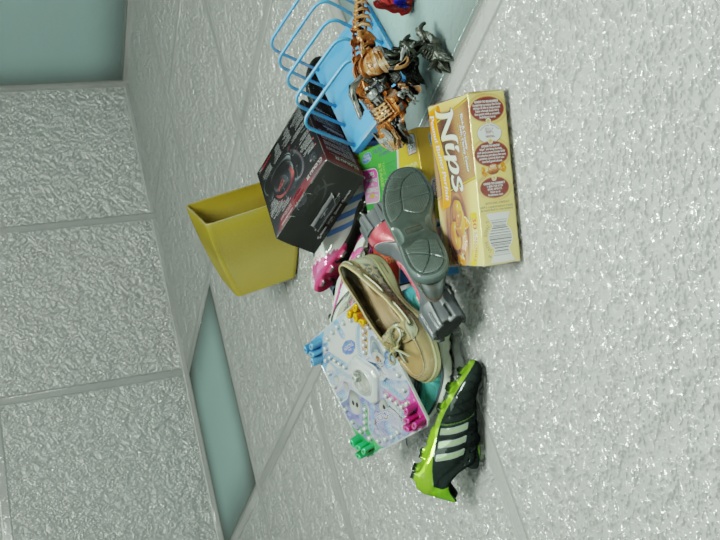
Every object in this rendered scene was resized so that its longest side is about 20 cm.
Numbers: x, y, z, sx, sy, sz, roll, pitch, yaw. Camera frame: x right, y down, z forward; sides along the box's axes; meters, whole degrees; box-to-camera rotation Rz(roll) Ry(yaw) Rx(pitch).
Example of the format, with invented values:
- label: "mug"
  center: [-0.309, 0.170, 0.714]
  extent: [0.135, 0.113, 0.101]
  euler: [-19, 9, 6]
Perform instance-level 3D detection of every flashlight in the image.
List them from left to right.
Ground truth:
- label: "flashlight"
  center: [0.067, 0.001, 1.225]
  extent: [0.202, 0.067, 0.068]
  euler: [61, -167, 26]

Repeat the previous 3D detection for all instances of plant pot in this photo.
- label: "plant pot"
  center: [-0.235, -0.063, 1.945]
  extent: [0.200, 0.197, 0.180]
  euler: [-147, 42, -63]

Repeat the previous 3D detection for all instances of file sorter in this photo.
- label: "file sorter"
  center: [-0.036, -0.305, 1.366]
  extent: [0.139, 0.121, 0.202]
  euler: [-48, 47, 28]

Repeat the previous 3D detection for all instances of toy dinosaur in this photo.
- label: "toy dinosaur"
  center: [0.037, -0.264, 1.207]
  extent: [0.102, 0.134, 0.204]
  euler: [26, 130, 54]

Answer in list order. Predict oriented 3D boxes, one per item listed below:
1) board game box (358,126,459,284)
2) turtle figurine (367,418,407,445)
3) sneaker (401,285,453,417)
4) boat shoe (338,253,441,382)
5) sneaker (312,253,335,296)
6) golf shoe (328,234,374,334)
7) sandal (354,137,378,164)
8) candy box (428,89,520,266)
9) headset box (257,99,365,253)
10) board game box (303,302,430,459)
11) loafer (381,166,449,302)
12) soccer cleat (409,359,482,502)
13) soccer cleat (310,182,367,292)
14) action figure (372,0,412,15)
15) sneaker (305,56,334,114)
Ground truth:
- label: "board game box"
  center: [0.066, -0.084, 1.306]
  extent: [0.152, 0.040, 0.205]
  euler: [-14, 83, 58]
- label: "turtle figurine"
  center: [0.039, 0.159, 1.423]
  extent: [0.151, 0.099, 0.203]
  euler: [114, 149, -53]
- label: "sneaker"
  center: [0.083, 0.111, 1.307]
  extent: [0.077, 0.078, 0.204]
  euler: [-144, 50, -62]
- label: "boat shoe"
  center: [0.037, 0.067, 1.238]
  extent: [0.201, 0.062, 0.074]
  euler: [56, 134, 26]
- label: "sneaker"
  center: [-0.005, -0.034, 1.505]
  extent: [0.148, 0.076, 0.203]
  euler: [64, 145, 21]
- label: "golf shoe"
  center: [0.000, 0.000, 1.411]
  extent: [0.091, 0.072, 0.204]
  euler: [18, 87, 52]
- label: "sandal"
  center: [-0.013, -0.201, 1.477]
  extent: [0.199, 0.078, 0.089]
  euler: [-2, 89, 61]
- label: "candy box"
  center: [0.137, -0.109, 1.127]
  extent: [0.115, 0.054, 0.205]
  euler: [-176, 80, -70]
- label: "headset box"
  center: [-0.077, -0.137, 1.392]
  extent: [0.150, 0.074, 0.201]
  euler: [-55, 33, 24]
- label: "board game box"
  center: [0.002, 0.164, 1.355]
  extent: [0.203, 0.026, 0.200]
  euler: [63, 145, 10]
- label: "loafer"
  center: [0.070, -0.046, 1.185]
  extent: [0.064, 0.070, 0.202]
  euler: [76, -178, -48]
- label: "soccer cleat"
  center: [0.133, 0.215, 1.238]
  extent: [0.068, 0.080, 0.203]
  euler: [-55, -14, -73]
- label: "soccer cleat"
  center: [-0.037, -0.065, 1.437]
  extent: [0.086, 0.069, 0.202]
  euler: [39, 113, 24]
- label: "action figure"
  center: [0.048, -0.386, 1.226]
  extent: [0.200, 0.097, 0.067]
  euler: [169, 95, -71]
- label: "sneaker"
  center: [-0.071, -0.260, 1.616]
  extent: [0.104, 0.059, 0.204]
  euler: [150, 111, -67]
